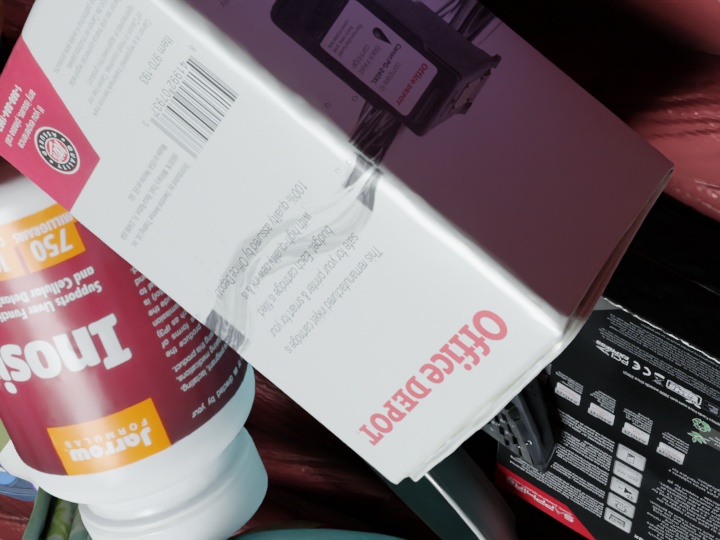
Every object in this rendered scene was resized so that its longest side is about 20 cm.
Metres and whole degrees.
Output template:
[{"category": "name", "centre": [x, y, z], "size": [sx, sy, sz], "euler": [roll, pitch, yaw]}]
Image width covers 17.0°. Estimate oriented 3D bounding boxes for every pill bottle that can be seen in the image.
[{"category": "pill bottle", "centre": [-0.113, 0.026, 1.052], "size": [0.113, 0.113, 0.201], "euler": [7, 128, 46]}]

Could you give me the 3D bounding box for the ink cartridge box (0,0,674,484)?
[{"category": "ink cartridge box", "centre": [-0.016, -0.039, 0.807], "size": [0.200, 0.084, 0.145], "euler": [39, 147, -2]}]

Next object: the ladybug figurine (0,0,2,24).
[{"category": "ladybug figurine", "centre": [-0.213, -0.067, 0.969], "size": [0.136, 0.200, 0.072], "euler": [40, -178, 43]}]

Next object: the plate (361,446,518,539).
[{"category": "plate", "centre": [0.014, 0.072, 1.071], "size": [0.200, 0.026, 0.200], "euler": [45, 172, 8]}]

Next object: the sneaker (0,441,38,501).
[{"category": "sneaker", "centre": [-0.219, 0.061, 1.329], "size": [0.146, 0.081, 0.200], "euler": [21, 157, 20]}]

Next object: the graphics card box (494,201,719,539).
[{"category": "graphics card box", "centre": [0.118, 0.053, 0.930], "size": [0.125, 0.051, 0.200], "euler": [29, 155, 17]}]

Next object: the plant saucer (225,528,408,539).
[{"category": "plant saucer", "centre": [-0.017, 0.151, 1.115], "size": [0.199, 0.039, 0.201], "euler": [2, 159, 1]}]

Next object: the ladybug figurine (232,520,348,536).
[{"category": "ladybug figurine", "centre": [0.008, 0.201, 1.278], "size": [0.200, 0.072, 0.136], "euler": [37, 145, 17]}]

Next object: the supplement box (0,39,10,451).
[{"category": "supplement box", "centre": [-0.245, 0.006, 1.127], "size": [0.134, 0.200, 0.201], "euler": [21, 151, 28]}]

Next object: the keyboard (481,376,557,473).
[{"category": "keyboard", "centre": [0.000, 0.000, 0.962], "size": [0.200, 0.021, 0.128], "euler": [34, 154, 40]}]

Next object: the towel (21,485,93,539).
[{"category": "towel", "centre": [-0.123, 0.158, 1.225], "size": [0.048, 0.200, 0.172], "euler": [-5, 121, 10]}]
